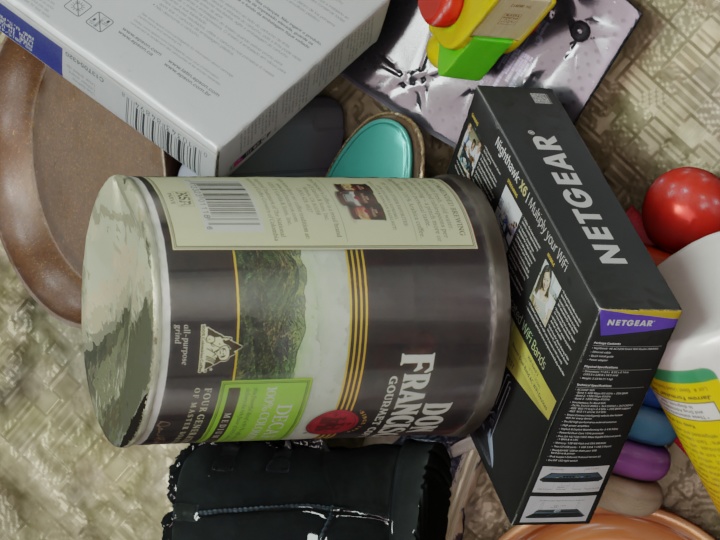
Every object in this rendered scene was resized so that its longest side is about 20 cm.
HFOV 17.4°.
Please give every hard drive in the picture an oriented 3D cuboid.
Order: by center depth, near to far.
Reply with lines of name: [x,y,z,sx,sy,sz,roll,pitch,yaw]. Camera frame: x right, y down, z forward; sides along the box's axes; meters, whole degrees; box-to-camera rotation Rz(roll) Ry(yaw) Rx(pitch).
hard drive: [0.054,-0.154,1.403,0.200,0.042,0.135,33,103,8]

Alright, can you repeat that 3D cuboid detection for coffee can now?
coffee can: [-0.038,0.020,1.283,0.199,0.146,0.147,-1,98,-21]

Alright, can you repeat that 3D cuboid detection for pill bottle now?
pill bottle: [0.235,0.084,1.310,0.113,0.113,0.200,-24,116,15]

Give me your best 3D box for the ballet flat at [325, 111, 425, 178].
ballet flat: [0.000,0.000,1.424,0.070,0.065,0.200,28,103,29]

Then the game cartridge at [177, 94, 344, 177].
game cartridge: [-0.071,-0.005,1.401,0.041,0.133,0.201,18,104,32]

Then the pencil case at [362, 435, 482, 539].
pencil case: [0.031,0.153,1.416,0.078,0.089,0.201,11,97,-29]

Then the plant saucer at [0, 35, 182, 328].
plant saucer: [-0.164,-0.066,1.429,0.200,0.034,0.201,14,108,48]

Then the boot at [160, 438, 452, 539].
boot: [-0.038,0.178,1.345,0.162,0.073,0.199,0,68,21]

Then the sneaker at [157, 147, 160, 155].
sneaker: [-0.089,-0.125,1.427,0.080,0.074,0.201,-13,93,13]

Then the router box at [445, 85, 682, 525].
router box: [0.096,0.017,1.315,0.052,0.200,0.158,1,130,-22]

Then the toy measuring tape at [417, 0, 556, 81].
toy measuring tape: [0.083,-0.174,1.303,0.074,0.074,0.200,48,145,5]

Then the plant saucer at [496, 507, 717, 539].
plant saucer: [0.153,0.234,1.427,0.200,0.037,0.201,1,96,13]

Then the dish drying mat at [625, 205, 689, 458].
dish drying mat: [0.201,0.060,1.405,0.077,0.018,0.200,-43,85,15]

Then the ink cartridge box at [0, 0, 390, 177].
ink cartridge box: [-0.093,-0.168,1.362,0.196,0.200,0.043,36,148,18]

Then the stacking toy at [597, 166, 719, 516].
stacking toy: [0.166,0.037,1.364,0.085,0.085,0.200,21,97,11]
